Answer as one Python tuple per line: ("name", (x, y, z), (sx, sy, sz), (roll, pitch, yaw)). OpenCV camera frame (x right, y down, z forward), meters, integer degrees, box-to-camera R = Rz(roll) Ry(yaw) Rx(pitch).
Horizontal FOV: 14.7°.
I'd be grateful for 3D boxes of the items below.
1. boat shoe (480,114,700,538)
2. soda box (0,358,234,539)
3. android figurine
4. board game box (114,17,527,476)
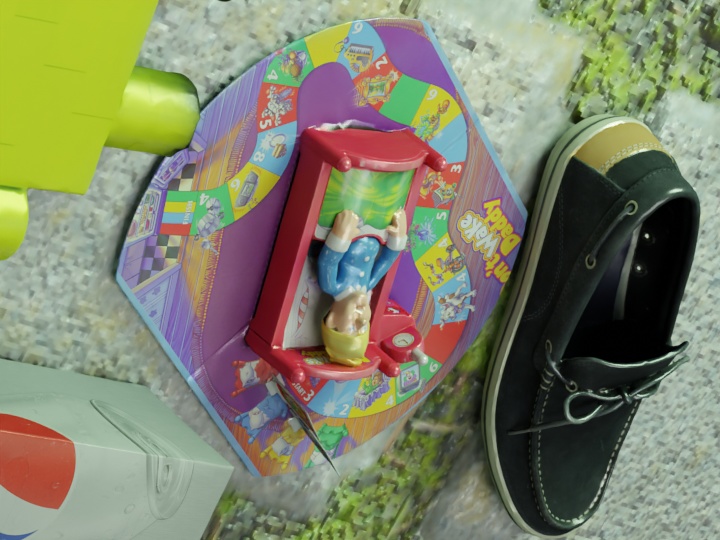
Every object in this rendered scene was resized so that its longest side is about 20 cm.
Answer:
("boat shoe", (0.100, 0.034, 1.178), (0.074, 0.062, 0.201), (-12, 126, -35))
("soda box", (-0.145, 0.069, 0.995), (0.199, 0.068, 0.064), (14, 108, -43))
("android figurine", (-0.126, -0.091, 0.928), (0.199, 0.041, 0.183), (9, 111, -44))
("board game box", (0.000, 0.000, 1.088), (0.158, 0.039, 0.200), (-41, 136, -10))
